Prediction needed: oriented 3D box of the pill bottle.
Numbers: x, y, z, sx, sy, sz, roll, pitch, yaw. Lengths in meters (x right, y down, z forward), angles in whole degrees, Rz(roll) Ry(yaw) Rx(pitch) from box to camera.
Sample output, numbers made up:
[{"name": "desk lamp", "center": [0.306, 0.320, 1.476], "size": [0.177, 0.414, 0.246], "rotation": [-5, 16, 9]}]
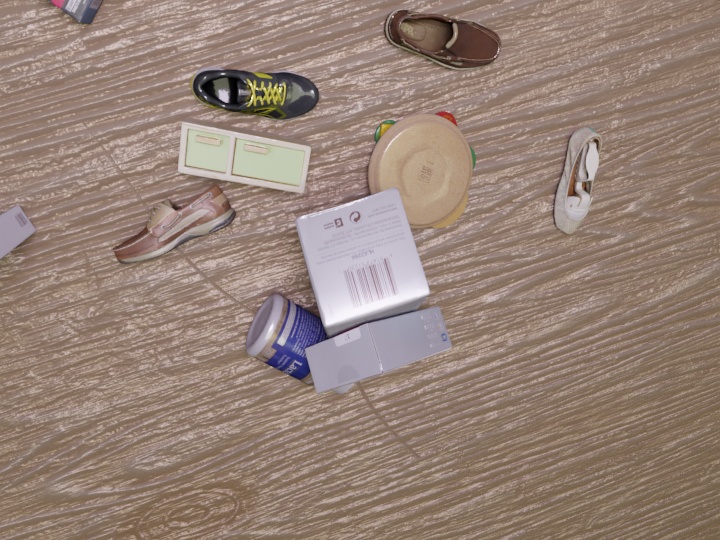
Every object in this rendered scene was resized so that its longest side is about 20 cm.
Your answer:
[{"name": "pill bottle", "center": [-0.097, 0.137, 0.955], "size": [0.198, 0.116, 0.117], "rotation": [31, 102, -21]}]

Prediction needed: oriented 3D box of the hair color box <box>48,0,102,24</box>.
[{"name": "hair color box", "center": [-0.431, -0.432, 0.690], "size": [0.198, 0.061, 0.100], "rotation": [33, 101, -21]}]

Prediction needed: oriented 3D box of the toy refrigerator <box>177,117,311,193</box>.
[{"name": "toy refrigerator", "center": [-0.181, -0.181, 0.838], "size": [0.195, 0.070, 0.078], "rotation": [8, 110, -15]}]

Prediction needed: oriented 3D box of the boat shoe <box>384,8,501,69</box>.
[{"name": "boat shoe", "center": [0.138, -0.361, 0.836], "size": [0.197, 0.075, 0.077], "rotation": [3, 111, -14]}]

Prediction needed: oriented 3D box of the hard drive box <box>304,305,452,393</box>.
[{"name": "hard drive box", "center": [0.033, 0.130, 0.885], "size": [0.154, 0.198, 0.079], "rotation": [-26, 78, 39]}]

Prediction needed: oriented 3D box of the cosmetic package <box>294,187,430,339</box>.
[{"name": "cosmetic package", "center": [0.000, 0.000, 0.848], "size": [0.163, 0.200, 0.170], "rotation": [-17, 78, -5]}]

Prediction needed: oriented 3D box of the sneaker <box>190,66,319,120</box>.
[{"name": "sneaker", "center": [-0.158, -0.263, 0.803], "size": [0.194, 0.085, 0.076], "rotation": [-2, 112, -12]}]

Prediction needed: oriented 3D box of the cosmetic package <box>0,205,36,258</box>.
[{"name": "cosmetic package", "center": [-0.570, -0.013, 0.744], "size": [0.148, 0.201, 0.053], "rotation": [-25, 114, -1]}]

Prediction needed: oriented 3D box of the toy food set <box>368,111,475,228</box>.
[{"name": "toy food set", "center": [0.107, -0.172, 0.918], "size": [0.194, 0.049, 0.203], "rotation": [1, 110, -13]}]

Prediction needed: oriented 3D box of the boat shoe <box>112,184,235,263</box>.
[{"name": "boat shoe", "center": [-0.302, -0.078, 0.855], "size": [0.196, 0.076, 0.075], "rotation": [-25, 110, -11]}]

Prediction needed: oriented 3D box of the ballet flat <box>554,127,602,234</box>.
[{"name": "ballet flat", "center": [0.403, -0.158, 0.981], "size": [0.066, 0.063, 0.205], "rotation": [-5, 112, -10]}]
